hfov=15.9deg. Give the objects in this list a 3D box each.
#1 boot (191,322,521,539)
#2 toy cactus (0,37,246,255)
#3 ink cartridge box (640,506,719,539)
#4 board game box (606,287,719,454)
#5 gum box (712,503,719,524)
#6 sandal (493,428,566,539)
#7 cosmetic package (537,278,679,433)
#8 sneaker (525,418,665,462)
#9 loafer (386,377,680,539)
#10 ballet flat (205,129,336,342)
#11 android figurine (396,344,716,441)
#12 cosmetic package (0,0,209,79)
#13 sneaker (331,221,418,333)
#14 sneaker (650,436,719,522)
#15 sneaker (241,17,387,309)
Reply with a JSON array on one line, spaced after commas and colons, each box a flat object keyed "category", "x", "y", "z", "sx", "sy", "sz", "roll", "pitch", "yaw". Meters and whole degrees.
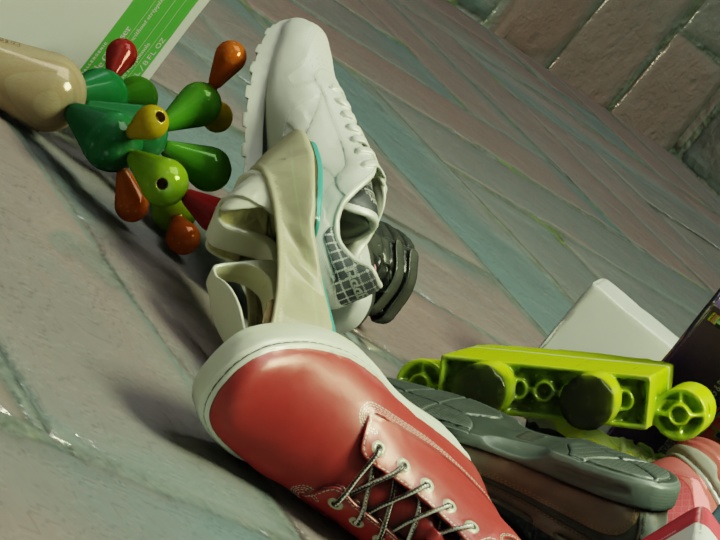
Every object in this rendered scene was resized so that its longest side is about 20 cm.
[{"category": "boot", "x": 0.017, "y": 0.106, "z": 1.189, "sx": 0.200, "sy": 0.072, "sz": 0.144, "roll": 33, "pitch": 13, "yaw": -46}, {"category": "toy cactus", "x": -0.141, "y": -0.092, "z": 1.465, "sx": 0.165, "sy": 0.102, "sz": 0.200, "roll": 24, "pitch": 24, "yaw": -18}, {"category": "ink cartridge box", "x": 0.155, "y": 0.199, "z": 1.126, "sx": 0.148, "sy": 0.086, "sz": 0.200, "roll": 56, "pitch": 12, "yaw": 1}, {"category": "board game box", "x": 0.257, "y": 0.099, "z": 1.591, "sx": 0.165, "sy": 0.057, "sz": 0.200, "roll": 36, "pitch": -32, "yaw": 5}, {"category": "gum box", "x": 0.261, "y": 0.172, "z": 1.361, "sx": 0.170, "sy": 0.200, "sz": 0.045, "roll": 41, "pitch": 11, "yaw": 16}, {"category": "sandal", "x": 0.125, "y": 0.149, "z": 1.374, "sx": 0.048, "sy": 0.075, "sz": 0.200, "roll": 56, "pitch": 1, "yaw": -29}, {"category": "cosmetic package", "x": 0.205, "y": 0.105, "z": 1.730, "sx": 0.200, "sy": 0.102, "sz": 0.074, "roll": 41, "pitch": 10, "yaw": 6}, {"category": "sneaker", "x": 0.190, "y": 0.140, "z": 1.599, "sx": 0.200, "sy": 0.076, "sz": 0.075, "roll": 37, "pitch": 12, "yaw": -3}, {"category": "loafer", "x": 0.066, "y": 0.107, "z": 1.330, "sx": 0.200, "sy": 0.063, "sz": 0.072, "roll": 18, "pitch": 10, "yaw": 30}, {"category": "ballet flat", "x": -0.050, "y": -0.006, "z": 1.351, "sx": 0.069, "sy": 0.069, "sz": 0.200, "roll": 32, "pitch": 32, "yaw": -32}, {"category": "android figurine", "x": 0.116, "y": 0.070, "z": 1.508, "sx": 0.182, "sy": 0.041, "sz": 0.200, "roll": 5, "pitch": 1, "yaw": 11}, {"category": "cosmetic package", "x": -0.200, "y": -0.183, "z": 1.564, "sx": 0.200, "sy": 0.108, "sz": 0.085, "roll": 23, "pitch": 20, "yaw": -51}, {"category": "sneaker", "x": 0.000, "y": 0.000, "z": 1.559, "sx": 0.099, "sy": 0.071, "sz": 0.200, "roll": 29, "pitch": 10, "yaw": -23}, {"category": "sneaker", "x": 0.206, "y": 0.196, "z": 1.489, "sx": 0.200, "sy": 0.087, "sz": 0.074, "roll": 61, "pitch": -24, "yaw": 26}, {"category": "sneaker", "x": -0.022, "y": -0.061, "z": 1.481, "sx": 0.076, "sy": 0.080, "sz": 0.200, "roll": 53, "pitch": 31, "yaw": -53}]
